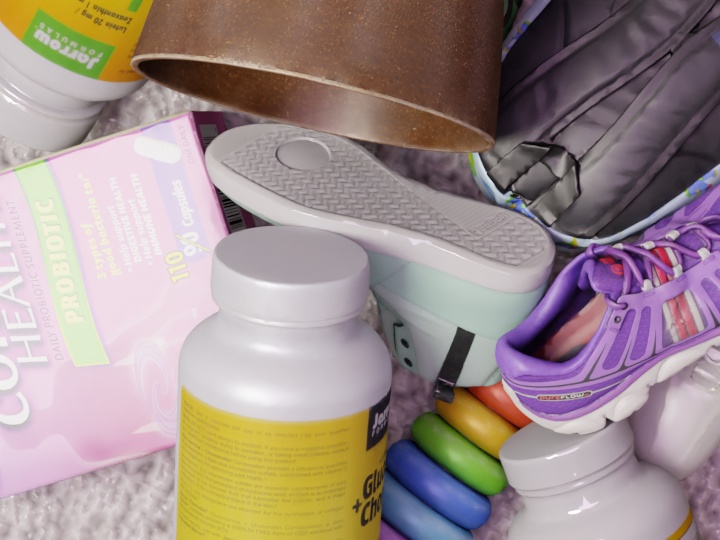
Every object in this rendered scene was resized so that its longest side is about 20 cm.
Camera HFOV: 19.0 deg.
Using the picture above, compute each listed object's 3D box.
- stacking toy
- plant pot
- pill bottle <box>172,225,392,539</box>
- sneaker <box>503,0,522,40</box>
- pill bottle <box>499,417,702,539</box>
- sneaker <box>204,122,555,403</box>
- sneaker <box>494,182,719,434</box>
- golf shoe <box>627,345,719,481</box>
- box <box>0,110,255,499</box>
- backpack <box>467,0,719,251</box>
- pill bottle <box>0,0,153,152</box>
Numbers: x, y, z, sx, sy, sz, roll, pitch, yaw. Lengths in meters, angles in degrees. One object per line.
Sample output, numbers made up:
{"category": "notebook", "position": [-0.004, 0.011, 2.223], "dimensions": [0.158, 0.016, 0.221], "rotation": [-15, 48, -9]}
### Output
{"category": "stacking toy", "position": [0.059, 0.100, 1.224], "dimensions": [0.085, 0.085, 0.200], "rotation": [36, 93, 3]}
{"category": "plant pot", "position": [-0.004, -0.179, 1.079], "dimensions": [0.186, 0.187, 0.201], "rotation": [12, 87, 6]}
{"category": "pill bottle", "position": [-0.041, 0.085, 1.119], "dimensions": [0.111, 0.112, 0.201], "rotation": [7, 112, 6]}
{"category": "sneaker", "position": [0.001, -0.175, 1.222], "dimensions": [0.200, 0.085, 0.078], "rotation": [32, 138, 15]}
{"category": "pill bottle", "position": [0.145, 0.178, 1.188], "dimensions": [0.104, 0.104, 0.201], "rotation": [-20, 101, 8]}
{"category": "sneaker", "position": [0.000, 0.000, 1.175], "dimensions": [0.200, 0.074, 0.119], "rotation": [23, 134, 12]}
{"category": "sneaker", "position": [0.157, 0.007, 1.117], "dimensions": [0.200, 0.083, 0.081], "rotation": [-40, 49, 4]}
{"category": "golf shoe", "position": [0.198, 0.026, 1.194], "dimensions": [0.072, 0.092, 0.201], "rotation": [21, 97, 2]}
{"category": "box", "position": [-0.154, 0.020, 1.232], "dimensions": [0.199, 0.097, 0.177], "rotation": [-17, 92, 8]}
{"category": "backpack", "position": [0.149, -0.098, 1.177], "dimensions": [0.163, 0.154, 0.200], "rotation": [44, 78, -1]}
{"category": "pill bottle", "position": [-0.145, -0.165, 1.189], "dimensions": [0.111, 0.111, 0.200], "rotation": [37, 122, 3]}
